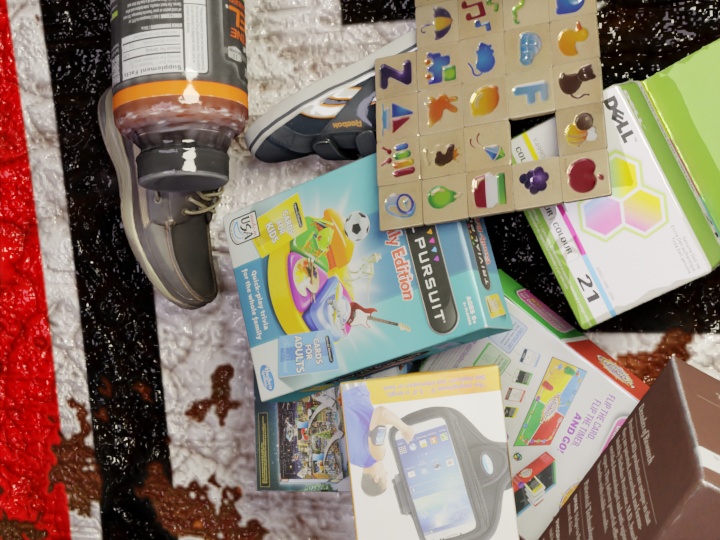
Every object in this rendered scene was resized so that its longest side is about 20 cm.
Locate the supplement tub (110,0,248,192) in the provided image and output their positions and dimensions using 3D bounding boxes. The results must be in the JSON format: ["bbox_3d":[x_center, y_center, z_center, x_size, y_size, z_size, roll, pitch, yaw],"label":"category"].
[{"bbox_3d":[-0.141,-0.165,1.056,0.107,0.107,0.200,-6,82,26],"label":"supplement tub"}]

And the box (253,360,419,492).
[{"bbox_3d":[-0.020,0.074,1.074,0.136,0.038,0.200,-5,83,33],"label":"box"}]

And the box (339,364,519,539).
[{"bbox_3d":[0.054,0.174,0.991,0.119,0.041,0.200,-7,82,3],"label":"box"}]

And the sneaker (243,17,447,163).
[{"bbox_3d":[0.003,-0.114,1.038,0.200,0.078,0.080,-26,83,25],"label":"sneaker"}]

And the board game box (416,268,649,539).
[{"bbox_3d":[0.137,0.120,1.041,0.200,0.040,0.153,40,113,13],"label":"board game box"}]

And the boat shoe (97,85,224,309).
[{"bbox_3d":[-0.155,-0.067,1.123,0.073,0.074,0.200,-17,93,27],"label":"boat shoe"}]

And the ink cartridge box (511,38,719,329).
[{"bbox_3d":[0.219,-0.069,0.948,0.200,0.076,0.148,-28,88,28],"label":"ink cartridge box"}]

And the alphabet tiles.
[{"bbox_3d":[0.088,-0.134,0.956,0.167,0.008,0.200,-8,72,22],"label":"alphabet tiles"}]

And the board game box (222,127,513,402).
[{"bbox_3d":[0.000,0.000,1.016,0.200,0.047,0.151,-21,76,29],"label":"board game box"}]

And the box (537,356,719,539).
[{"bbox_3d":[0.234,0.205,0.917,0.166,0.164,0.200,28,113,-7],"label":"box"}]
